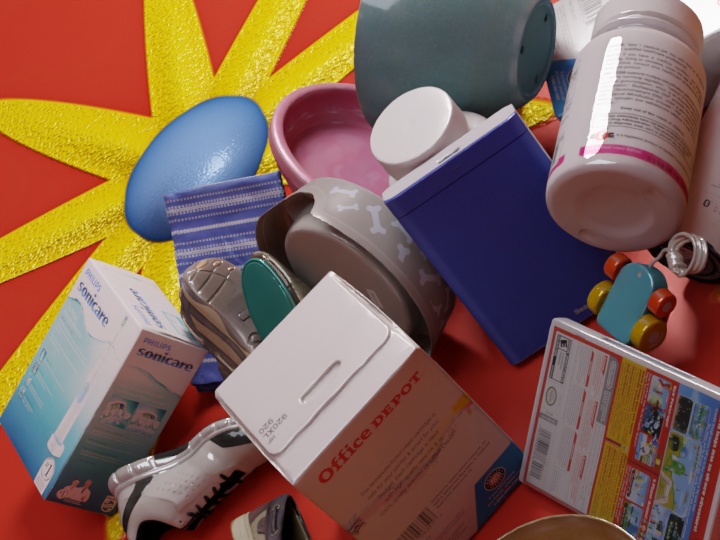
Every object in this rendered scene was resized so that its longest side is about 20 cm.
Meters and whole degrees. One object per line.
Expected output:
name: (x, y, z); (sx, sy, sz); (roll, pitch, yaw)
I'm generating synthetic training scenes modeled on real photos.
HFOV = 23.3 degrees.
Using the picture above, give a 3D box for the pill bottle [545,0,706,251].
pill bottle: (0.223, -0.126, 1.432); (0.113, 0.113, 0.201); (-9, 49, 33)

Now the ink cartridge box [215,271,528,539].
ink cartridge box: (0.012, 0.132, 1.434); (0.147, 0.200, 0.145); (-47, 41, -4)

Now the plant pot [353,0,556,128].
plant pot: (0.099, -0.210, 1.572); (0.134, 0.200, 0.201); (14, 65, 24)

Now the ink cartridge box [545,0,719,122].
ink cartridge box: (0.270, -0.211, 1.596); (0.199, 0.085, 0.145); (-28, 44, 21)

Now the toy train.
toy train: (0.247, 0.077, 1.380); (0.150, 0.055, 0.202); (-13, 73, 46)

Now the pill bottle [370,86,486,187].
pill bottle: (0.094, -0.068, 1.532); (0.110, 0.200, 0.112); (-21, 46, 24)

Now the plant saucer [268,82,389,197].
plant saucer: (0.004, -0.100, 1.672); (0.201, 0.199, 0.051); (-103, 28, -44)

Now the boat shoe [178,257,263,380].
boat shoe: (-0.096, 0.076, 1.637); (0.074, 0.073, 0.200); (-28, 68, -37)

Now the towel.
towel: (-0.121, 0.013, 1.687); (0.144, 0.024, 0.202); (-8, 91, 33)

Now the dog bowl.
dog bowl: (0.000, 0.000, 1.563); (0.199, 0.201, 0.059); (15, 55, 44)

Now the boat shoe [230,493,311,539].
boat shoe: (-0.054, 0.262, 1.480); (0.065, 0.072, 0.200); (-44, 35, 7)

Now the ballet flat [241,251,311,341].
ballet flat: (-0.043, 0.071, 1.580); (0.067, 0.062, 0.201); (-40, 71, 37)

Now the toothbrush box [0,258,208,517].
toothbrush box: (-0.255, 0.113, 1.710); (0.201, 0.085, 0.146); (-60, 39, 12)

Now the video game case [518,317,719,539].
video game case: (0.208, 0.135, 1.355); (0.200, 0.017, 0.144); (26, 111, 48)

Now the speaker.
speaker: (0.315, -0.093, 1.467); (0.081, 0.081, 0.201); (11, 65, 43)

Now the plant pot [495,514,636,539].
plant pot: (0.147, 0.283, 1.335); (0.199, 0.027, 0.201); (-22, 46, 25)

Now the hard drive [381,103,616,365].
hard drive: (0.128, -0.026, 1.471); (0.132, 0.200, 0.025); (-34, 27, 11)

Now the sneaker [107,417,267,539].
sneaker: (-0.143, 0.197, 1.617); (0.199, 0.074, 0.080); (-29, 58, 24)
